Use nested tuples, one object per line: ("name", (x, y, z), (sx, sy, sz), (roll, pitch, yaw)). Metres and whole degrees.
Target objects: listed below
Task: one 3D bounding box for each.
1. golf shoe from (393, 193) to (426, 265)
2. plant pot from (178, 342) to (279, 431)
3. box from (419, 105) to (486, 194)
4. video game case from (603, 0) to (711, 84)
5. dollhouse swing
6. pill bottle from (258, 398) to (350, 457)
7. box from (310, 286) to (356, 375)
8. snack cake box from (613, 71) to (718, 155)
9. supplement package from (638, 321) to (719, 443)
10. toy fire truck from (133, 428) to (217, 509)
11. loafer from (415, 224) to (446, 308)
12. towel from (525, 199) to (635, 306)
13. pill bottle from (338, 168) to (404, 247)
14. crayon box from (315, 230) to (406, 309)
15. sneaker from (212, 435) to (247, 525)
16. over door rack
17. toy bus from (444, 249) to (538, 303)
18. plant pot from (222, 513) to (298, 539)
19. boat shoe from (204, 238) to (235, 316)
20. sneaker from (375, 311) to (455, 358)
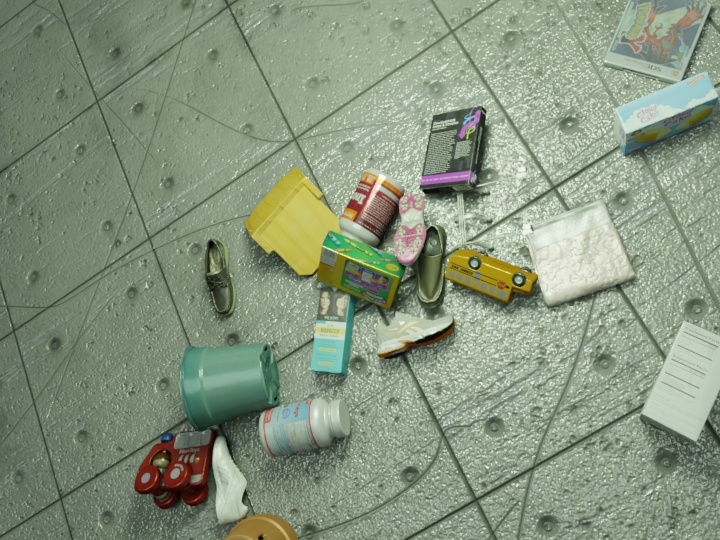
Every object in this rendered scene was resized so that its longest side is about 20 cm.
("golf shoe", (0.121, -0.083, 1.608), (0.073, 0.093, 0.203), (1, 52, 13))
("plant pot", (-0.302, 0.262, 1.643), (0.191, 0.200, 0.205), (-12, 73, 7))
("box", (0.222, -0.287, 1.652), (0.141, 0.036, 0.205), (-1, 72, 40))
("video game case", (0.685, -0.545, 1.600), (0.179, 0.023, 0.204), (23, 84, 22))
("dollhouse swing", (-0.160, -0.119, 1.768), (0.200, 0.175, 0.182), (-47, 26, 2))
("pill bottle", (-0.127, 0.358, 1.596), (0.195, 0.109, 0.111), (-15, 72, 14))
("box", (-0.064, 0.143, 1.661), (0.080, 0.049, 0.205), (2, 77, 19))
("snack cake box", (0.660, -0.339, 1.506), (0.196, 0.115, 0.069), (-21, 71, 12))
("supplement package", (0.646, 0.222, 1.369), (0.108, 0.114, 0.203), (25, 86, 23))
("toy fire truck", (-0.450, 0.475, 1.687), (0.195, 0.113, 0.171), (-10, 47, 17))
("loafer", (0.160, -0.016, 1.615), (0.073, 0.070, 0.205), (-1, 76, 18))
("towel", (0.480, -0.040, 1.536), (0.196, 0.032, 0.195), (-19, 71, 14))
("pill bottle", (0.017, -0.132, 1.670), (0.111, 0.113, 0.203), (26, 85, 22))
("crayon box", (0.000, 0.000, 1.609), (0.196, 0.120, 0.059), (22, 49, 6))
("sneaker", (-0.312, 0.496, 1.653), (0.078, 0.071, 0.205), (-8, 69, -8))
("over door rack", (0.308, -0.133, 1.589), (0.197, 0.066, 0.152), (-15, 70, 36))
("toy bus", (0.294, 0.012, 1.556), (0.196, 0.065, 0.080), (22, 113, 22))
("plant pot", (-0.244, 0.656, 1.542), (0.195, 0.140, 0.206), (-4, 76, 18))
("boat shoe", (-0.372, 0.017, 1.787), (0.072, 0.065, 0.205), (-18, 72, 11))
("sneaker", (0.120, 0.129, 1.593), (0.196, 0.076, 0.094), (-20, 66, 11))
